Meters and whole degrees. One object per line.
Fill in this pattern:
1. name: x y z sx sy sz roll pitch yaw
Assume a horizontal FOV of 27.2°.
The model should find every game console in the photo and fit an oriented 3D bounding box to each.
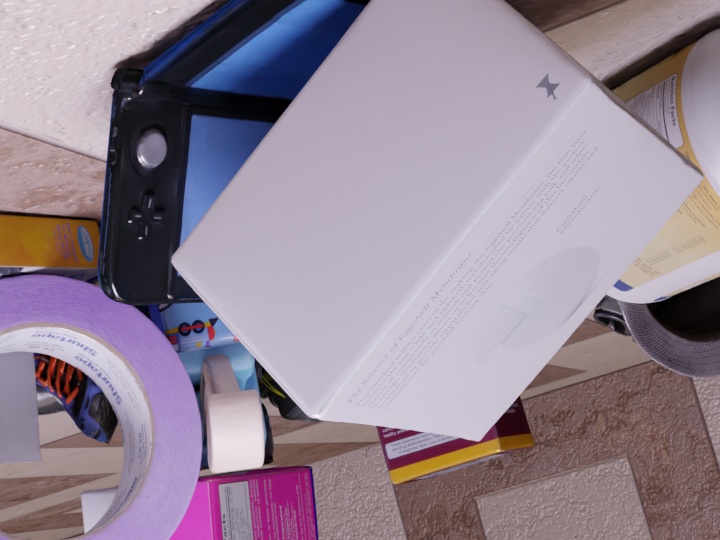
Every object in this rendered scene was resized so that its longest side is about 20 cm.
1. game console: -0.023 -0.062 0.785 0.118 0.172 0.199 10 -173 40

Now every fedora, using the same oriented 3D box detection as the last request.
1. fedora: 0.266 -0.018 1.239 0.176 0.201 0.090 17 179 -26

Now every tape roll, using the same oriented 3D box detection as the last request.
1. tape roll: -0.203 0.107 0.932 0.199 0.202 0.066 -9 166 -28

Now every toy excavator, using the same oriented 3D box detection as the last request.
1. toy excavator: -0.111 0.090 1.088 0.099 0.195 0.201 -6 145 -11

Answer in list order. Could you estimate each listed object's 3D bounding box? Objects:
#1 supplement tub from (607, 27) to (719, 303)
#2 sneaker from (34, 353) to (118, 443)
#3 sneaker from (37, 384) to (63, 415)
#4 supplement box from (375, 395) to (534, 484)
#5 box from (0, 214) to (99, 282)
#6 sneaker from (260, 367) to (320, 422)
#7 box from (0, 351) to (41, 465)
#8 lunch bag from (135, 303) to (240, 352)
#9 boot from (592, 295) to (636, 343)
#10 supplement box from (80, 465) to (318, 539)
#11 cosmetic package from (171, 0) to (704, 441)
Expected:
1. supplement tub: 0.229 -0.072 0.969 0.144 0.145 0.200 -6 165 -38
2. sneaker: -0.216 0.068 1.082 0.078 0.076 0.200 15 -173 -26
3. sneaker: -0.204 0.058 1.224 0.199 0.075 0.088 -21 172 -23
4. supplement box: 0.064 0.074 1.308 0.110 0.201 0.086 -20 168 25
5. box: -0.258 0.000 0.957 0.119 0.042 0.200 -22 169 30
6. sneaker: -0.071 0.068 1.253 0.074 0.085 0.200 6 -169 -18
7. box: -0.324 0.093 1.048 0.124 0.098 0.199 -3 176 -36
8. lunch bag: -0.104 0.004 1.102 0.149 0.095 0.200 -9 -179 -18
9. boot: 0.261 0.001 1.365 0.067 0.132 0.200 10 179 31
10. supplement box: -0.110 0.200 1.088 0.100 0.104 0.200 -8 172 18
11. cosmetic package: 0.046 -0.029 0.764 0.200 0.123 0.200 -51 155 10
